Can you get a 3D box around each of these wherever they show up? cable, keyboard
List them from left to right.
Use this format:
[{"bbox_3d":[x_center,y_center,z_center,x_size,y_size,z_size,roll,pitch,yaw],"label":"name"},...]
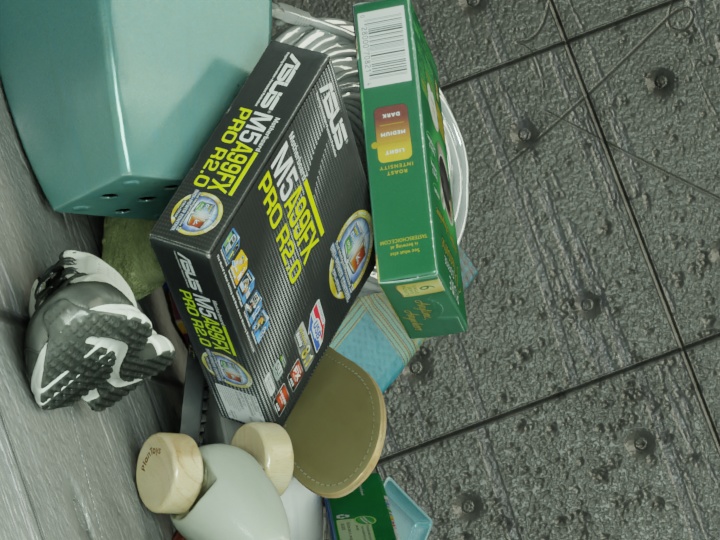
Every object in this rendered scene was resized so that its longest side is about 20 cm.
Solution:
[{"bbox_3d":[-0.097,0.043,1.638,0.104,0.039,0.201,102,-8,-75],"label":"keyboard"},{"bbox_3d":[-0.012,-0.078,1.700,0.199,0.069,0.201,7,70,-42],"label":"cable"}]

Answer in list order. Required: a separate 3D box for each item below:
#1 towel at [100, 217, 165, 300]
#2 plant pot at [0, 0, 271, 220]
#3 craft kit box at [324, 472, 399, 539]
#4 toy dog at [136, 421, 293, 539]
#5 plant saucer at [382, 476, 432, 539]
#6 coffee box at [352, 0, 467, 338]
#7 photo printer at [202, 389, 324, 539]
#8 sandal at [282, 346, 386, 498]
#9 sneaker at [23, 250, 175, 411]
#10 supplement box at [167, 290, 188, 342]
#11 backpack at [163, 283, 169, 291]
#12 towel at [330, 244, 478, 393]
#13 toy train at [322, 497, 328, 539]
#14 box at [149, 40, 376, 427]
[{"bbox_3d":[-0.119,-0.083,1.616,0.036,0.148,0.201,18,69,-33],"label":"towel"},{"bbox_3d":[-0.141,-0.140,1.524,0.141,0.141,0.201,4,73,-38],"label":"plant pot"},{"bbox_3d":[0.011,0.250,1.547,0.200,0.048,0.198,-109,-165,-79],"label":"craft kit box"},{"bbox_3d":[-0.075,0.179,1.466,0.200,0.131,0.097,-100,-151,-52],"label":"toy dog"},{"bbox_3d":[-0.002,0.258,1.828,0.070,0.019,0.201,48,54,-39],"label":"plant saucer"},{"bbox_3d":[0.032,-0.067,1.607,0.123,0.044,0.201,59,24,-69],"label":"coffee box"},{"bbox_3d":[-0.070,0.144,1.692,0.200,0.069,0.167,-107,-166,-51],"label":"photo printer"},{"bbox_3d":[-0.017,0.098,1.583,0.070,0.078,0.212,48,1,-34],"label":"sandal"},{"bbox_3d":[-0.156,0.028,1.313,0.080,0.074,0.200,55,-4,7],"label":"sneaker"},{"bbox_3d":[-0.079,0.036,2.047,0.200,0.130,0.104,65,6,-55],"label":"supplement box"},{"bbox_3d":[-0.100,-0.064,1.818,0.154,0.200,0.191,20,-37,41],"label":"backpack"},{"bbox_3d":[0.000,0.000,1.747,0.147,0.022,0.200,55,42,-13],"label":"towel"},{"bbox_3d":[-0.028,0.266,1.760,0.046,0.034,0.201,4,82,-42],"label":"toy train"},{"bbox_3d":[-0.053,-0.018,1.508,0.161,0.044,0.200,-59,153,-28],"label":"box"}]
